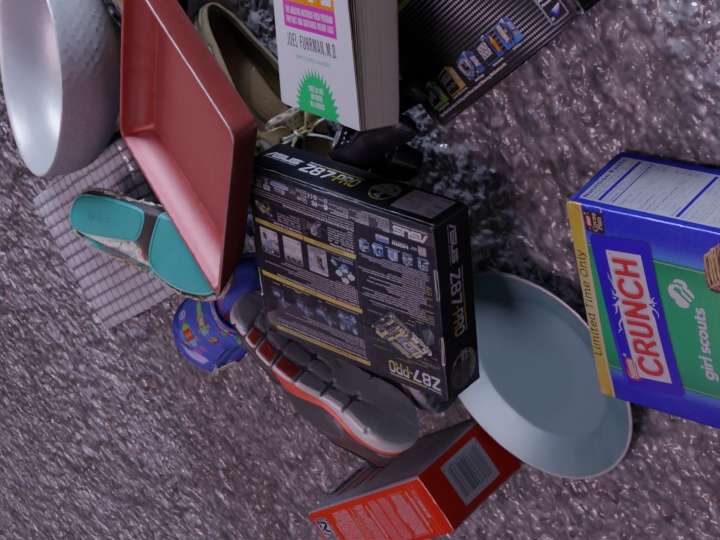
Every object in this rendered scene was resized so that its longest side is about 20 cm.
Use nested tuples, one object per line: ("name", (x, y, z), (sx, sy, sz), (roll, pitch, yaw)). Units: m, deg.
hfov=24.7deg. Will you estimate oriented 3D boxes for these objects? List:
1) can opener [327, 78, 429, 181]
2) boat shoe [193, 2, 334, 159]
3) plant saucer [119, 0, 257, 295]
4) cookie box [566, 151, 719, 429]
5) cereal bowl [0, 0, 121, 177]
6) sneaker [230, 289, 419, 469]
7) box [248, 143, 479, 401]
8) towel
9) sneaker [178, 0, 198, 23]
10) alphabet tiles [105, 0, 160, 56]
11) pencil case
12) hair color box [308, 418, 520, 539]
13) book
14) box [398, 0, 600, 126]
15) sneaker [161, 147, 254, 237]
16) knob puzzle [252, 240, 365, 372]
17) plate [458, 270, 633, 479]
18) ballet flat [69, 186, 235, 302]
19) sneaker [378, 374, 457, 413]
("can opener", (0.020, -0.114, 1.256), (0.078, 0.064, 0.200), (10, 171, -7))
("boat shoe", (-0.079, -0.135, 1.377), (0.200, 0.073, 0.063), (47, 148, 10))
("plant saucer", (-0.139, -0.115, 1.341), (0.200, 0.037, 0.200), (57, 154, 30))
("cookie box", (0.251, 0.023, 1.131), (0.199, 0.075, 0.172), (16, 132, 42))
("cereal bowl", (-0.268, -0.188, 1.515), (0.200, 0.083, 0.201), (29, 124, 57))
("sneaker", (-0.042, 0.103, 1.431), (0.200, 0.077, 0.082), (43, 141, 12))
("box", (0.000, 0.000, 1.303), (0.199, 0.049, 0.162), (19, 127, 37))
("towel", (-0.219, -0.047, 1.609), (0.200, 0.085, 0.166), (-27, 91, 50))
("sneaker", (-0.191, -0.273, 1.384), (0.073, 0.080, 0.201), (23, 137, 33))
("alphabet tiles", (-0.227, -0.264, 1.413), (0.166, 0.006, 0.201), (45, 167, 52))
("pencil case", (-0.123, 0.044, 1.547), (0.200, 0.078, 0.087), (143, 120, -69))
("hair color box", (0.046, 0.201, 1.503), (0.061, 0.101, 0.200), (56, 146, -5))
("book", (-0.023, -0.210, 1.168), (0.133, 0.048, 0.201), (25, 124, 58))
("box", (0.058, -0.224, 1.163), (0.194, 0.047, 0.200), (52, 146, -3))
("sneaker", (-0.094, -0.055, 1.448), (0.200, 0.077, 0.076), (47, 161, 16))
("knob puzzle", (-0.043, 0.053, 1.528), (0.220, 0.030, 0.220), (49, 155, 31))
("plate", (0.145, 0.082, 1.351), (0.200, 0.026, 0.201), (29, 139, 29))
("ballet flat", (-0.174, -0.027, 1.468), (0.199, 0.064, 0.076), (27, 97, 31))
("sneaker", (0.013, 0.038, 1.420), (0.082, 0.075, 0.201), (2, 121, 47))
